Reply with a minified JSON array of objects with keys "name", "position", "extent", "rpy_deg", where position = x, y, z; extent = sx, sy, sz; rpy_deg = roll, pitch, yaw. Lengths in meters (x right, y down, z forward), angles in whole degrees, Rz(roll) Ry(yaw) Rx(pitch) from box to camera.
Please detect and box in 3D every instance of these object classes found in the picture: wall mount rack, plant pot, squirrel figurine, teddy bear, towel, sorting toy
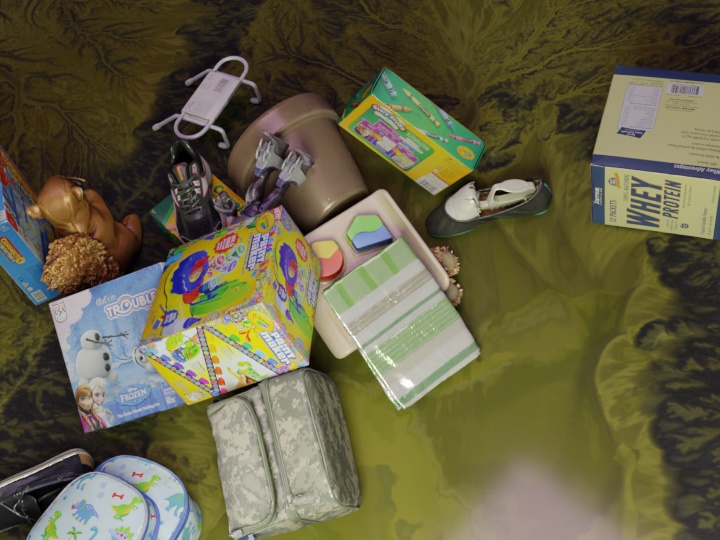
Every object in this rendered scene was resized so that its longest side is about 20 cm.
[{"name":"wall mount rack","position":[-0.281,-0.296,1.793],"extent":[0.173,0.075,0.201],"rpy_deg":[19,62,21]},{"name":"plant pot","position":[-0.080,-0.149,1.582],"extent":[0.200,0.200,0.175],"rpy_deg":[-37,73,-13]},{"name":"squirrel figurine","position":[-0.439,-0.052,1.584],"extent":[0.141,0.187,0.201],"rpy_deg":[-16,53,3]},{"name":"teddy bear","position":[0.054,0.021,1.490],"extent":[0.199,0.067,0.146],"rpy_deg":[-20,69,-3]},{"name":"towel","position":[0.057,0.073,1.403],"extent":[0.149,0.031,0.201],"rpy_deg":[-34,89,-12]},{"name":"sorting toy","position":[0.000,0.000,1.446],"extent":[0.199,0.037,0.186],"rpy_deg":[-34,72,-6]}]

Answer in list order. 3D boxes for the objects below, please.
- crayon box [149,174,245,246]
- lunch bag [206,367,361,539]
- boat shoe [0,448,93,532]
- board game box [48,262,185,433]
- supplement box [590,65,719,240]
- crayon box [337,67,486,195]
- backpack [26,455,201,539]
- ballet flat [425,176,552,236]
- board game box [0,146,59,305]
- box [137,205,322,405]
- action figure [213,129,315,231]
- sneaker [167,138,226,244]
[{"name":"crayon box","position":[-0.231,-0.065,1.611],"extent":[0.119,0.058,0.200],"rpy_deg":[-41,56,-15]},{"name":"lunch bag","position":[-0.106,0.244,1.304],"extent":[0.167,0.139,0.201],"rpy_deg":[-19,74,14]},{"name":"boat shoe","position":[-0.460,0.322,1.397],"extent":[0.199,0.075,0.062],"rpy_deg":[-28,47,-12]},{"name":"board game box","position":[-0.332,0.112,1.440],"extent":[0.199,0.043,0.200],"rpy_deg":[-19,84,19]},{"name":"supplement box","position":[0.453,-0.175,1.475],"extent":[0.199,0.135,0.201],"rpy_deg":[9,58,20]},{"name":"crayon box","position":[0.078,-0.210,1.544],"extent":[0.200,0.119,0.058],"rpy_deg":[35,62,-14]},{"name":"backpack","position":[-0.311,0.342,1.298],"extent":[0.182,0.147,0.200],"rpy_deg":[22,60,24]},{"name":"ballet flat","position":[0.192,-0.107,1.536],"extent":[0.199,0.069,0.068],"rpy_deg":[-14,54,4]},{"name":"board game box","position":[-0.560,-0.079,1.627],"extent":[0.056,0.200,0.196],"rpy_deg":[-23,53,-2]},{"name":"box","position":[-0.168,0.046,1.353],"extent":[0.192,0.122,0.201],"rpy_deg":[-20,36,19]},{"name":"action figure","position":[-0.151,-0.097,1.473],"extent":[0.130,0.069,0.201],"rpy_deg":[27,89,21]},{"name":"sneaker","position":[-0.269,-0.122,1.561],"extent":[0.080,0.087,0.201],"rpy_deg":[-23,53,0]}]
